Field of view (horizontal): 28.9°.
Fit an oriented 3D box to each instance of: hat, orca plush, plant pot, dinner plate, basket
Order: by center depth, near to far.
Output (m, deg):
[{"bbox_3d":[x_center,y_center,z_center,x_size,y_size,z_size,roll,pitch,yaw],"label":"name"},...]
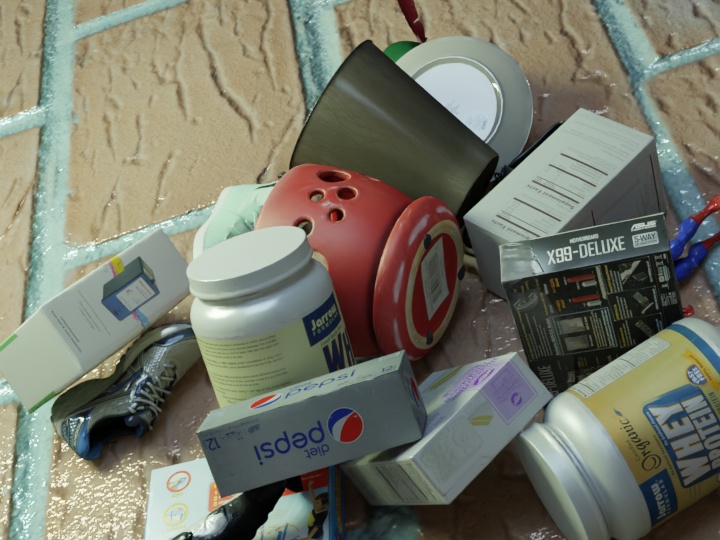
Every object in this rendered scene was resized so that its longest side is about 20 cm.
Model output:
[{"bbox_3d":[-0.129,0.261,1.304,0.199,0.072,0.105,-32,-5,-26],"label":"orca plush"},{"bbox_3d":[0.000,0.000,1.490,0.180,0.202,0.201,14,52,28],"label":"plant pot"},{"bbox_3d":[0.046,-0.133,1.596,0.199,0.136,0.182,33,91,11],"label":"basket"},{"bbox_3d":[0.107,-0.190,1.671,0.197,0.024,0.204,-3,76,12],"label":"dinner plate"},{"bbox_3d":[0.042,-0.266,1.733,0.165,0.176,0.201,-39,26,15],"label":"hat"}]

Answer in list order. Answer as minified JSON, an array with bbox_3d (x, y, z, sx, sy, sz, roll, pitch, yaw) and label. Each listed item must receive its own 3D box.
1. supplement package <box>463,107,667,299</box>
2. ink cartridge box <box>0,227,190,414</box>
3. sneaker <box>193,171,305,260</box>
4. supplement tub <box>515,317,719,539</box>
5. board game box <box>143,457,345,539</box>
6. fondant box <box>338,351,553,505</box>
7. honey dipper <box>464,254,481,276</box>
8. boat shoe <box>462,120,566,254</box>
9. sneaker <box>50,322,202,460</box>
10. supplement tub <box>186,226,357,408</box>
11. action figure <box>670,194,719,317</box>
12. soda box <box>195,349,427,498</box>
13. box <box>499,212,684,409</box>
[{"bbox_3d":[0.224,-0.061,1.515,0.200,0.115,0.109,-41,45,-21],"label":"supplement package"},{"bbox_3d":[-0.295,0.055,1.566,0.199,0.088,0.145,-37,2,-44],"label":"ink cartridge box"},{"bbox_3d":[-0.128,-0.043,1.682,0.117,0.074,0.202,-12,39,22],"label":"sneaker"},{"bbox_3d":[0.253,0.150,1.251,0.198,0.146,0.145,-30,41,-9],"label":"supplement tub"},{"bbox_3d":[-0.113,0.267,1.361,0.197,0.056,0.197,-14,41,11],"label":"board game box"},{"bbox_3d":[0.076,0.152,1.315,0.144,0.058,0.200,-42,7,-21],"label":"fondant box"},{"bbox_3d":[0.073,-0.028,1.614,0.198,0.038,0.038,23,58,35],"label":"honey dipper"},{"bbox_3d":[0.186,-0.100,1.611,0.199,0.067,0.074,-38,44,-16],"label":"boat shoe"},{"bbox_3d":[-0.244,0.141,1.554,0.199,0.077,0.085,-37,48,-3],"label":"sneaker"},{"bbox_3d":[-0.082,0.074,1.366,0.143,0.203,0.145,-15,20,5],"label":"supplement tub"},{"bbox_3d":[0.325,0.004,1.429,0.199,0.066,0.099,-35,25,-13],"label":"action figure"},{"bbox_3d":[-0.043,0.139,1.261,0.197,0.069,0.063,-19,11,11],"label":"soda box"},{"bbox_3d":[0.229,0.045,1.333,0.155,0.201,0.050,-11,45,14],"label":"box"}]
